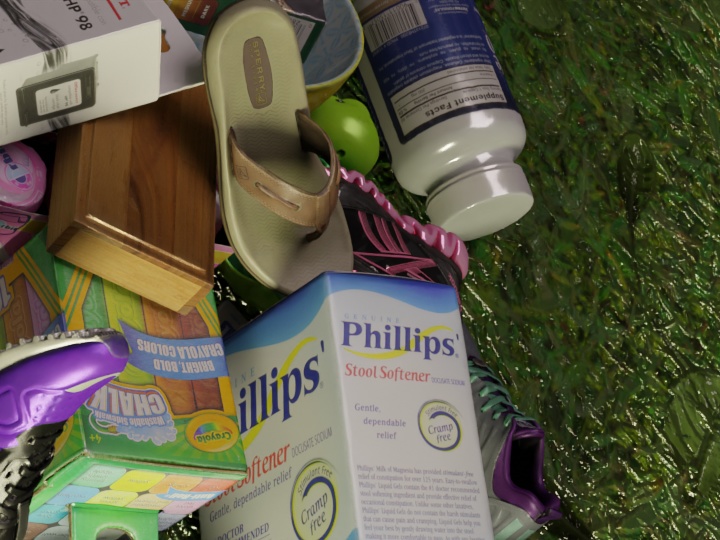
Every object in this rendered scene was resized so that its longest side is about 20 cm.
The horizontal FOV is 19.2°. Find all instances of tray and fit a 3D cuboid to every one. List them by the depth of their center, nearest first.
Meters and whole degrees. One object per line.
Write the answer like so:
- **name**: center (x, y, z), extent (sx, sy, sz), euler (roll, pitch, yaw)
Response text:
- **tray**: center (-0.137, -0.075, 1.323), extent (0.098, 0.037, 0.200), euler (26, 41, -27)

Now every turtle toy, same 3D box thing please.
- **turtle toy**: center (-0.043, -0.046, 1.531), extent (0.146, 0.101, 0.200), euler (38, 41, -19)

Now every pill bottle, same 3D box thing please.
- **pill bottle**: center (0.066, -0.129, 1.695), extent (0.111, 0.111, 0.201), euler (0, 63, -45)

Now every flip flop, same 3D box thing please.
- **flip flop**: center (-0.045, -0.069, 1.313), extent (0.081, 0.058, 0.201), euler (-23, 117, -27)

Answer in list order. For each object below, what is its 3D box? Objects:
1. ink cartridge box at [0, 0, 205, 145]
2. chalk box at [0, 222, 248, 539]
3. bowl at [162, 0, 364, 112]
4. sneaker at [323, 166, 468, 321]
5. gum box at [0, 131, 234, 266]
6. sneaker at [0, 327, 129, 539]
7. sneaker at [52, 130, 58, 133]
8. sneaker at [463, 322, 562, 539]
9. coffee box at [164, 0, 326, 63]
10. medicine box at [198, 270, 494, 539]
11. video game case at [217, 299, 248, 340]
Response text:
- **ink cartridge box**: center (-0.197, -0.146, 1.283), extent (0.200, 0.067, 0.116), euler (-19, 52, -23)
- **chalk box**: center (-0.158, 0.093, 1.294), extent (0.124, 0.124, 0.201), euler (11, 55, -41)
- **bowl**: center (-0.109, -0.161, 1.529), extent (0.200, 0.108, 0.200), euler (20, 39, -17)
- **sneaker**: center (0.000, 0.000, 1.415), extent (0.200, 0.079, 0.096), euler (24, 50, -37)
- **gum box**: center (-0.193, -0.029, 1.356), extent (0.200, 0.113, 0.066), euler (10, 56, -41)
- **sneaker**: center (-0.202, 0.105, 1.196), extent (0.100, 0.200, 0.070), euler (65, 19, 9)
- **sneaker**: center (-0.249, -0.162, 1.367), extent (0.075, 0.116, 0.200), euler (-23, 62, -23)
- **sneaker**: center (0.101, 0.108, 1.576), extent (0.074, 0.087, 0.201), euler (7, 58, -43)
- **coffee box**: center (-0.125, -0.217, 1.454), extent (0.199, 0.044, 0.123), euler (14, 41, -23)
- **medicine box**: center (-0.017, 0.127, 1.336), extent (0.103, 0.182, 0.201), euler (6, 65, -33)
- **video game case**: center (-0.061, 0.132, 1.450), extent (0.200, 0.018, 0.143), euler (49, 39, -7)
